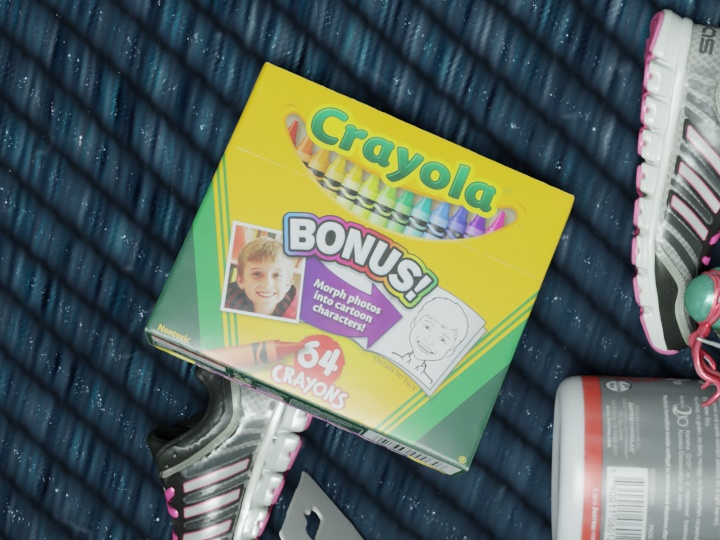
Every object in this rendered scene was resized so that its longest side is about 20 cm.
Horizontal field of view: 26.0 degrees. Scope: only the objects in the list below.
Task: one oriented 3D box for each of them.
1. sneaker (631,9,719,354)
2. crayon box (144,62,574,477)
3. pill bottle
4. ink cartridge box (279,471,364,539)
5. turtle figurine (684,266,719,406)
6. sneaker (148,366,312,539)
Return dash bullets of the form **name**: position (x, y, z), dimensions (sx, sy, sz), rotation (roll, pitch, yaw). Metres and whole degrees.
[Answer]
- **sneaker**: position (0.204, -0.048, 0.904), dimensions (0.087, 0.074, 0.202), rotation (4, 97, 10)
- **crayon box**: position (0.000, 0.000, 0.908), dimensions (0.199, 0.058, 0.174), rotation (23, 78, -1)
- **pill bottle**: position (0.214, 0.122, 0.917), dimensions (0.198, 0.116, 0.117), rotation (2, 102, 4)
- **ink cartridge box**: position (-0.006, 0.235, 0.958), dimensions (0.067, 0.117, 0.200), rotation (-35, 97, 13)
- **turtle figurine**: position (0.256, 0.018, 0.873), dimensions (0.199, 0.101, 0.151), rotation (10, 66, -20)
- **sneaker**: position (-0.097, 0.136, 0.962), dimensions (0.087, 0.074, 0.201), rotation (23, 98, -1)
